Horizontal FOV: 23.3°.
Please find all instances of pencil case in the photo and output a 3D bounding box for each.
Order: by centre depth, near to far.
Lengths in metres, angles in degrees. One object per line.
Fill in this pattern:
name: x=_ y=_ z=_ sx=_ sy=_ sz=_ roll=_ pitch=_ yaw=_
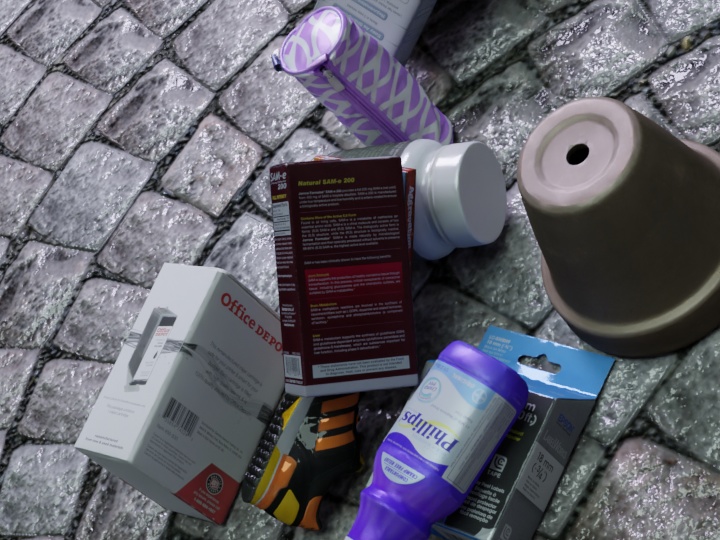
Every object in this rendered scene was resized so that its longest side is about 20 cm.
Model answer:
pencil case: x=0.009 y=-0.169 z=1.680 sx=0.084 sy=0.200 sz=0.086 roll=-42 pitch=39 yaw=12

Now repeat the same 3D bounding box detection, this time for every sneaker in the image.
sneaker: x=-0.026 y=0.139 z=1.581 sx=0.201 sy=0.090 sz=0.070 roll=-60 pitch=12 yaw=-8

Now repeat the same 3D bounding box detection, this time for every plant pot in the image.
plant pot: x=0.219 y=-0.055 z=1.465 sx=0.199 sy=0.175 sz=0.201 roll=-18 pitch=51 yaw=24

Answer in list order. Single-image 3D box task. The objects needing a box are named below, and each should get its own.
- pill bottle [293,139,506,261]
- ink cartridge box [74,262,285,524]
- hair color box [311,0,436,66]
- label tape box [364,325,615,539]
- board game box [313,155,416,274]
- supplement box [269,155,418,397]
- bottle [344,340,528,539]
pill bottle: x=0.031 y=-0.063 z=1.649 sx=0.199 sy=0.114 sz=0.114 roll=-6 pitch=58 yaw=34
ink cartridge box: x=-0.157 y=0.114 z=1.643 sx=0.083 sy=0.147 sz=0.201 roll=8 pitch=65 yaw=41
hair color box: x=0.023 y=-0.283 z=1.749 sx=0.099 sy=0.061 sz=0.201 roll=33 pitch=118 yaw=11
label tape box: x=0.109 y=0.134 z=1.494 sx=0.144 sy=0.063 sz=0.201 roll=14 pitch=70 yaw=40
board game box: x=0.000 y=0.000 z=1.602 sx=0.102 sy=0.019 sz=0.201 roll=11 pitch=106 yaw=30
supplement box: x=-0.015 y=0.005 z=1.517 sx=0.061 sy=0.108 sz=0.202 roll=179 pitch=87 yaw=-70
bottle: x=0.055 y=0.158 z=1.426 sx=0.083 sy=0.065 sz=0.201 roll=28 pitch=79 yaw=41
